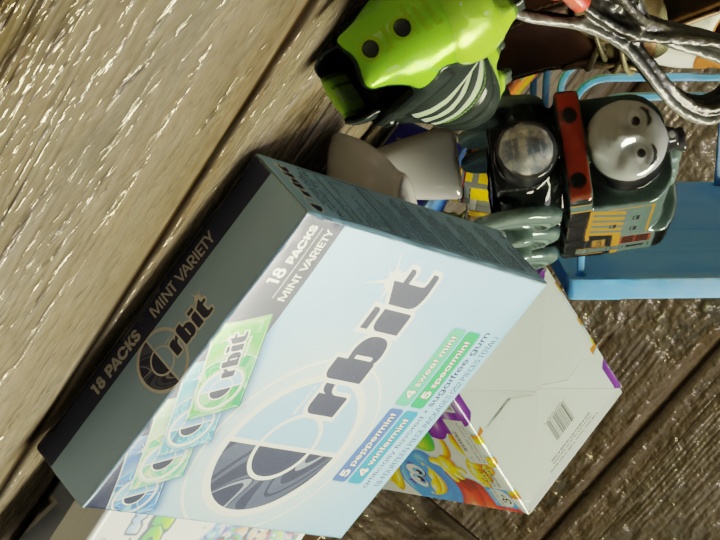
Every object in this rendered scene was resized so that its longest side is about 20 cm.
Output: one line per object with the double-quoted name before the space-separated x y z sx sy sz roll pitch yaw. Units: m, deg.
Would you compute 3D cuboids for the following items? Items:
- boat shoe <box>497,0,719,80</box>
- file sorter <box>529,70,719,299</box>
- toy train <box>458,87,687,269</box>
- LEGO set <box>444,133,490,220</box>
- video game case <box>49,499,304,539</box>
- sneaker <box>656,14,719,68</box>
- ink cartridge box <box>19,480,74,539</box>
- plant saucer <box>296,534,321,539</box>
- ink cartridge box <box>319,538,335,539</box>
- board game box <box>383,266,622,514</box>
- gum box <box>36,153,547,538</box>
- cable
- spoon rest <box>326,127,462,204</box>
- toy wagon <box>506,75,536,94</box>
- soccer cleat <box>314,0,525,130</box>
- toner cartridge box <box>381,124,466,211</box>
"boat shoe" 0.133 -0.142 1.353 0.200 0.074 0.076 -29 155 -14
"file sorter" 0.178 -0.070 1.565 0.200 0.138 0.123 -108 -162 -71
"toy train" 0.112 -0.049 1.372 0.114 0.086 0.200 -9 169 1
"LEGO set" 0.045 -0.025 1.755 0.200 0.115 0.154 -48 147 -78
"video game case" -0.068 0.103 1.289 0.200 0.024 0.182 -57 150 5
"sneaker" 0.199 -0.200 1.452 0.073 0.084 0.200 -66 165 -47
"ink cartridge box" -0.134 0.122 1.356 0.200 0.042 0.119 -52 175 29
"plant saucer" -0.069 0.105 1.455 0.200 0.037 0.201 -31 -151 19
"ink cartridge box" -0.116 0.215 1.484 0.200 0.164 0.075 -39 130 -66
"board game box" 0.036 0.063 1.548 0.200 0.103 0.105 4 -134 49
"gum box" -0.027 0.042 1.191 0.170 0.045 0.200 -52 147 15
"cable" 0.129 -0.124 1.281 0.097 0.200 0.050 -41 -145 0
"spoon rest" 0.006 -0.030 1.316 0.060 0.100 0.200 -6 -167 14
"toy wagon" 0.103 -0.153 1.479 0.155 0.040 0.200 -51 176 8
"soccer cleat" 0.021 -0.090 1.091 0.081 0.068 0.200 -32 173 -3
"toner cartridge box" 0.000 0.000 1.429 0.200 0.043 0.095 -55 166 -58
